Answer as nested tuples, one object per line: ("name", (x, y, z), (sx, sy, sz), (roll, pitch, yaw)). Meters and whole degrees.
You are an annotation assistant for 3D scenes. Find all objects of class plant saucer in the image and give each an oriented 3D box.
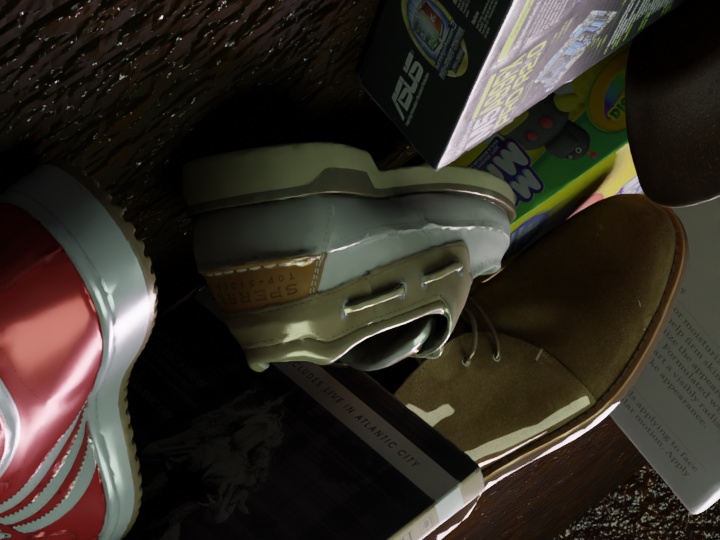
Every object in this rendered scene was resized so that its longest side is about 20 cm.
("plant saucer", (0.158, -0.113, 0.829), (0.201, 0.037, 0.201), (-49, -166, 17))

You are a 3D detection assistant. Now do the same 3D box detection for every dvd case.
("dvd case", (-0.078, 0.091, 0.767), (0.199, 0.148, 0.016), (-36, 135, -18))

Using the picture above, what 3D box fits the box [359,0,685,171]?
("box", (0.088, -0.129, 0.695), (0.160, 0.044, 0.200), (-35, 166, -22))

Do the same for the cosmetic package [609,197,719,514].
("cosmetic package", (0.217, -0.011, 1.203), (0.165, 0.165, 0.200), (-31, 166, -35))

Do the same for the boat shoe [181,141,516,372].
("boat shoe", (0.000, 0.000, 0.775), (0.074, 0.069, 0.200), (-10, 175, 26))

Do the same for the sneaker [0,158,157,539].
("sneaker", (-0.122, 0.057, 0.661), (0.112, 0.071, 0.200), (-38, 160, -27))

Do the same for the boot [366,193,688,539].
("boot", (0.050, 0.033, 0.895), (0.200, 0.074, 0.076), (-43, 141, -10))

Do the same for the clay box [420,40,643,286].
("clay box", (0.068, -0.032, 0.958), (0.199, 0.048, 0.115), (-34, 167, -15))
